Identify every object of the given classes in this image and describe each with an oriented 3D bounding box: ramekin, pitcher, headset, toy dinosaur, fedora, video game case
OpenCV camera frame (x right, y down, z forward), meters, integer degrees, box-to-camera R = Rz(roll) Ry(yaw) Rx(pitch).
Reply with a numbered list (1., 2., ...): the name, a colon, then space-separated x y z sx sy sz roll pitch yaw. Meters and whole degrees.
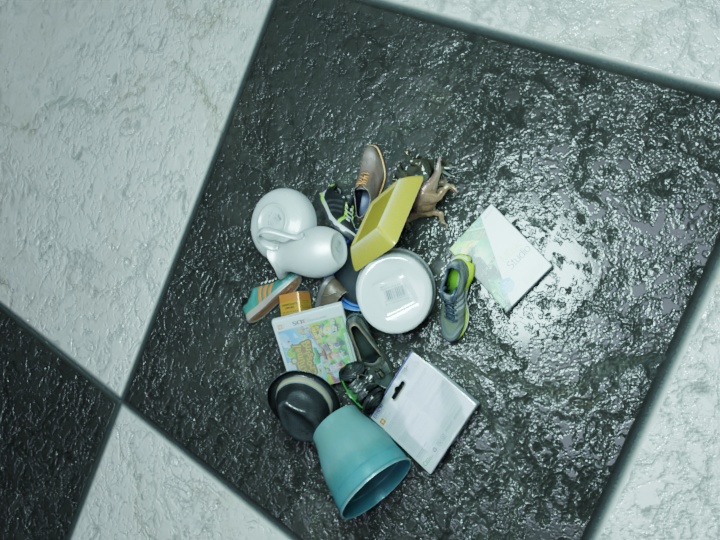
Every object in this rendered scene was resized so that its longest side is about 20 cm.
1. ramekin: 0.081 0.051 1.348 0.194 0.098 0.207 0 94 6
2. pitcher: -0.146 -0.054 1.404 0.195 0.172 0.124 -7 55 29
3. headset: -0.006 0.275 1.335 0.093 0.201 0.124 -34 80 -26
4. toy dinosaur: 0.127 -0.226 1.401 0.199 0.077 0.103 -39 57 12
5. toy dinosaur: 0.145 -0.164 1.347 0.131 0.203 0.087 -5 50 -14
6. fedora: -0.143 0.347 1.405 0.194 0.092 0.206 2 115 3
7. video game case: -0.107 0.192 1.414 0.177 0.022 0.205 -14 109 3

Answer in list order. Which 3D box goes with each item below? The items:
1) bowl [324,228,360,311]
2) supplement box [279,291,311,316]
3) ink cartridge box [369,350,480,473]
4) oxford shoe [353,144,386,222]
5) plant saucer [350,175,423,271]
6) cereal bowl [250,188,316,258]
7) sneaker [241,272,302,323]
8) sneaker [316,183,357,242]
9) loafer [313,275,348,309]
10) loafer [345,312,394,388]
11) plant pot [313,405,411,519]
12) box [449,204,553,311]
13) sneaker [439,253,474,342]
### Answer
1. bowl: 0.000 0.000 1.455 0.195 0.039 0.207 -3 83 24
2. supplement box: -0.161 0.161 1.497 0.065 0.068 0.206 -12 83 23
3. ink cartridge box: 0.148 0.329 1.351 0.199 0.040 0.202 38 100 24
4. oxford shoe: 0.020 -0.222 1.450 0.069 0.073 0.207 -1 84 24
5. plant saucer: 0.049 -0.118 1.328 0.048 0.199 0.203 33 61 -14
6. cereal bowl: -0.218 -0.125 1.545 0.195 0.083 0.207 -3 83 25
7. sneaker: -0.246 0.053 1.545 0.198 0.071 0.081 -38 71 15
8. sneaker: -0.048 -0.156 1.452 0.083 0.071 0.201 -42 49 9
9. loafer: -0.083 0.114 1.434 0.070 0.073 0.204 28 124 20
10. loafer: 0.019 0.202 1.370 0.071 0.063 0.203 -27 101 8
11. plant pot: -0.013 0.431 1.339 0.201 0.199 0.189 -48 58 12
12. box: 0.319 -0.030 1.313 0.145 0.036 0.201 -47 67 14
13. sneaker: 0.208 0.066 1.316 0.072 0.080 0.207 10 103 33
